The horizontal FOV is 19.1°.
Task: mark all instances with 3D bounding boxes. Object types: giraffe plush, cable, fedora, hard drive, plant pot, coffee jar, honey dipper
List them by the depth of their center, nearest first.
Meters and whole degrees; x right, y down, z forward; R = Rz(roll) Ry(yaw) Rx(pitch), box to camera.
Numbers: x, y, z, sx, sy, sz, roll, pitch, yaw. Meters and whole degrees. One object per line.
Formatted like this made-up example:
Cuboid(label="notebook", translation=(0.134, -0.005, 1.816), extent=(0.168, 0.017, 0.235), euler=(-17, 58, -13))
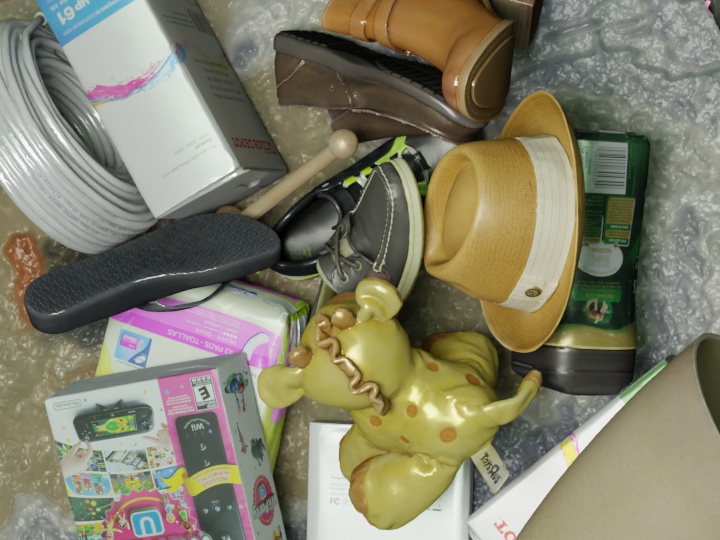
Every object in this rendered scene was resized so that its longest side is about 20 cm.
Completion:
Cuboid(label="plant pot", translation=(0.212, 0.174, 1.500), extent=(0.200, 0.187, 0.188), euler=(-35, 83, 24))
Cuboid(label="fedora", translation=(0.096, -0.036, 1.557), extent=(0.082, 0.201, 0.201), euler=(3, 93, -17))
Cuboid(label="giraffe plush", translation=(0.014, 0.083, 1.567), extent=(0.162, 0.200, 0.173), euler=(39, 81, -20))
Cuboid(label="coffee jar", translation=(0.165, -0.006, 1.615), extent=(0.085, 0.104, 0.201), euler=(3, 93, -18))
Cuboid(label="honey dipper", translation=(-0.067, -0.057, 1.654), extent=(0.200, 0.038, 0.038), euler=(-34, 83, 44))
Cuboid(label="cable", translation=(-0.235, -0.105, 1.660), extent=(0.069, 0.200, 0.200), euler=(-34, 89, 16))
Cuboid(label="hard drive", translation=(0.023, 0.222, 1.696), extent=(0.132, 0.027, 0.201), euler=(2, 91, 13))

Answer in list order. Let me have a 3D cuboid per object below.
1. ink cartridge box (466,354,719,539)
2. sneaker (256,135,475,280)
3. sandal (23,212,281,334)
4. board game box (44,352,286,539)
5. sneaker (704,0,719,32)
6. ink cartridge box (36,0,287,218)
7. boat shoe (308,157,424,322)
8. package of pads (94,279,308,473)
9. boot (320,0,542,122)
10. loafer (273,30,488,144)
Cuboid(label="ink cartridge box", translation=(0.203, 0.182, 1.622), extent=(0.200, 0.084, 0.145), euler=(-40, 83, 11))
Cuboid(label="sneaker", translation=(0.005, -0.049, 1.664), extent=(0.200, 0.083, 0.072), euler=(-35, 84, 12))
Cuboid(label="sandal", translation=(-0.157, 0.006, 1.637), extent=(0.200, 0.076, 0.043), euler=(-16, 127, -4))
Cuboid(label="board game box", translation=(-0.144, 0.176, 1.648), extent=(0.147, 0.064, 0.201), euler=(-11, 98, 18))
Cuboid(label="sneaker", translation=(0.249, -0.238, 1.612), extent=(0.099, 0.071, 0.201), euler=(-8, 84, 15))
Cuboid(label="ink cartridge box", translation=(-0.152, -0.142, 1.667), extent=(0.085, 0.145, 0.200), euler=(-31, 84, 12))
Cuboid(label="boat shoe", translation=(0.000, 0.000, 1.622), extent=(0.066, 0.201, 0.072), euler=(-7, 49, -20))
Cuboid(label="package of pads", translation=(-0.133, 0.100, 1.701), extent=(0.154, 0.068, 0.200), euler=(18, 104, 13))
Cuboid(label="boot", translation=(0.043, -0.177, 1.603), extent=(0.154, 0.200, 0.074), euler=(12, 119, 11))
Cuboid(label="loafer", translation=(0.014, -0.130, 1.658), extent=(0.200, 0.073, 0.071), euler=(24, 110, 35))
